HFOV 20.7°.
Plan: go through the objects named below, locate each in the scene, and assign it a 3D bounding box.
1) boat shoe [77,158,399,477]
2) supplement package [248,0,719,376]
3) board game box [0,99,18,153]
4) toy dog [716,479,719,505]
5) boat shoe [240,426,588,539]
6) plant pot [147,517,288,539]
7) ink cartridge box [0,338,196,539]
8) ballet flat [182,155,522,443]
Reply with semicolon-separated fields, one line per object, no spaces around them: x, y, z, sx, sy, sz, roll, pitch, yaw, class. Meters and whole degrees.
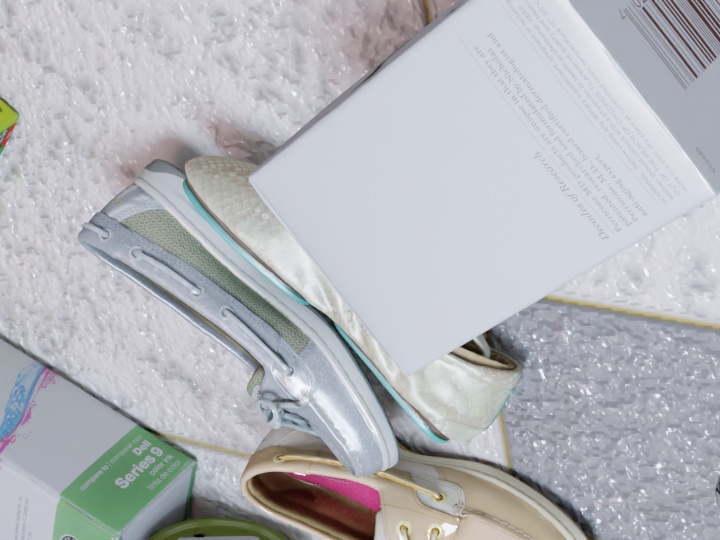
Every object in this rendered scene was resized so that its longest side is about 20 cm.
-0.059;0.034;1.022;0.202;0.065;0.074;48;169;2;boat shoe
0.070;-0.062;0.828;0.117;0.117;0.200;50;137;-5;supplement package
-0.279;-0.053;1.162;0.102;0.048;0.200;42;137;5;board game box
0.241;0.151;0.855;0.200;0.096;0.132;9;126;34;toy dog
0.025;0.136;1.046;0.200;0.069;0.074;19;131;27;boat shoe
-0.088;0.255;1.165;0.187;0.187;0.201;17;116;29;plant pot
-0.211;0.137;1.222;0.200;0.088;0.146;28;134;17;ink cartridge box
0.000;0.000;0.984;0.200;0.067;0.062;44;109;-2;ballet flat
